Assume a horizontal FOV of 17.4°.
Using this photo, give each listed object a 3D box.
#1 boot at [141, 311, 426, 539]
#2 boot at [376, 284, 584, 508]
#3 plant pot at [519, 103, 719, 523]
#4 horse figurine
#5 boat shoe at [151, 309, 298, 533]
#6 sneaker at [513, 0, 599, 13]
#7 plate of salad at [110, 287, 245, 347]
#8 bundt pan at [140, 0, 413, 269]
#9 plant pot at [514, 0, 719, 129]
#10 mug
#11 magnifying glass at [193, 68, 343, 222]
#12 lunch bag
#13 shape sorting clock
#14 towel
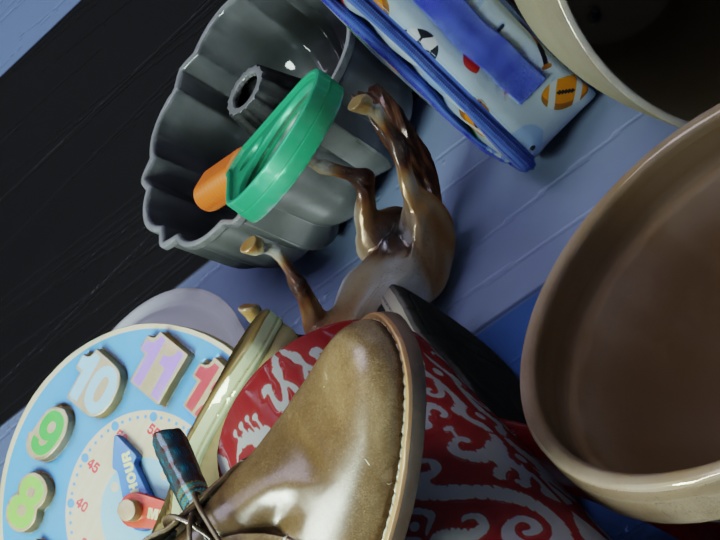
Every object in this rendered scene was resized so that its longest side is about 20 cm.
[{"bbox_3d":[-0.040,0.100,0.855,0.201,0.075,0.074,-63,32,21],"label":"boot"},{"bbox_3d":[0.017,0.109,1.107,0.151,0.073,0.200,-52,35,15],"label":"boot"},{"bbox_3d":[0.167,0.025,0.898,0.200,0.093,0.202,-32,32,23],"label":"plant pot"},{"bbox_3d":[0.000,0.000,1.199,0.050,0.133,0.201,-2,51,41],"label":"horse figurine"},{"bbox_3d":[-0.055,0.104,1.138,0.074,0.066,0.201,-60,-6,-49],"label":"boat shoe"},{"bbox_3d":[0.127,-0.229,1.231,0.201,0.073,0.082,-58,27,3],"label":"sneaker"},{"bbox_3d":[-0.115,0.108,1.329,0.199,0.048,0.202,-28,51,40],"label":"plate of salad"},{"bbox_3d":[-0.039,-0.086,1.362,0.202,0.076,0.203,-38,35,33],"label":"bundt pan"},{"bbox_3d":[0.137,-0.152,1.065,0.188,0.186,0.200,-62,15,-4],"label":"plant pot"},{"bbox_3d":[0.046,0.122,0.936,0.134,0.177,0.200,-61,39,18],"label":"mug"},{"bbox_3d":[-0.052,-0.054,1.201,0.080,0.022,0.200,-60,13,-14],"label":"magnifying glass"},{"bbox_3d":[0.023,-0.141,1.186,0.076,0.200,0.160,-47,30,6],"label":"lunch bag"},{"bbox_3d":[-0.114,0.128,1.245,0.199,0.039,0.202,-6,78,28],"label":"shape sorting clock"},{"bbox_3d":[-0.028,0.173,0.986,0.022,0.147,0.201,-26,63,-8],"label":"towel"}]
